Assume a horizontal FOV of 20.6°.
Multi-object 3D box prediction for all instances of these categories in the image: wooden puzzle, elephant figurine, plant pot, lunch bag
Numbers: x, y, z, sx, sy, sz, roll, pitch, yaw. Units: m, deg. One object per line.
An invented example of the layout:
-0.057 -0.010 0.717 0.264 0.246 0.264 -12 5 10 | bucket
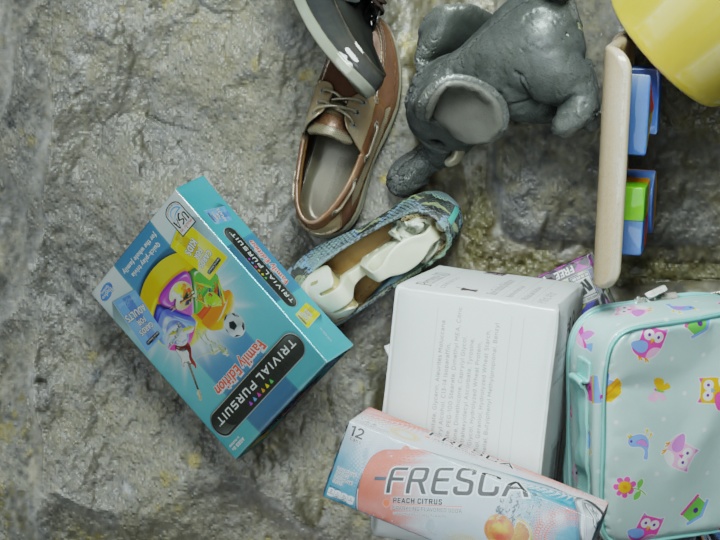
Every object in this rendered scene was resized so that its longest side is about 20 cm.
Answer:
0.215 -0.093 1.580 0.046 0.200 0.186 3 101 8 | wooden puzzle
0.094 -0.151 1.644 0.199 0.142 0.156 -13 95 10 | elephant figurine
0.310 -0.237 1.568 0.189 0.201 0.201 -44 82 25 | plant pot
0.237 0.113 1.569 0.160 0.077 0.201 -6 108 -16 | lunch bag

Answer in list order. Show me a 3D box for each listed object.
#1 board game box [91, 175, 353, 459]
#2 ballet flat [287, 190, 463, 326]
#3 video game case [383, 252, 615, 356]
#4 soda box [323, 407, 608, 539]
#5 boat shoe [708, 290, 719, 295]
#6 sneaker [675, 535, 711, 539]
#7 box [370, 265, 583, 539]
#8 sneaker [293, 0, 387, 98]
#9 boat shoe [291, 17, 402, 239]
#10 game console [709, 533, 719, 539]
-0.124 0.042 1.729 0.200 0.047 0.151 48 125 8 | board game box
0.000 0.000 1.709 0.200 0.074 0.074 -37 84 14 | ballet flat
0.145 0.106 1.699 0.200 0.036 0.182 -24 88 14 | video game case
0.078 0.168 1.459 0.200 0.068 0.064 20 100 11 | soda box
0.326 0.051 1.632 0.199 0.063 0.073 -6 91 9 | boat shoe
0.262 0.253 1.641 0.078 0.079 0.200 -33 93 16 | sneaker
0.097 0.107 1.588 0.130 0.199 0.201 7 96 11 | box
0.001 -0.241 1.665 0.106 0.075 0.200 -31 54 10 | sneaker
-0.013 -0.125 1.707 0.076 0.072 0.201 11 92 13 | boat shoe
0.382 0.214 1.609 0.200 0.171 0.118 44 75 8 | game console
